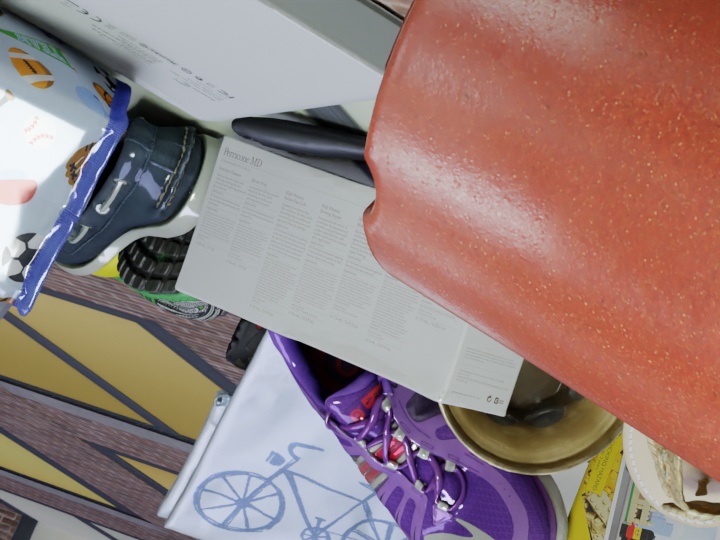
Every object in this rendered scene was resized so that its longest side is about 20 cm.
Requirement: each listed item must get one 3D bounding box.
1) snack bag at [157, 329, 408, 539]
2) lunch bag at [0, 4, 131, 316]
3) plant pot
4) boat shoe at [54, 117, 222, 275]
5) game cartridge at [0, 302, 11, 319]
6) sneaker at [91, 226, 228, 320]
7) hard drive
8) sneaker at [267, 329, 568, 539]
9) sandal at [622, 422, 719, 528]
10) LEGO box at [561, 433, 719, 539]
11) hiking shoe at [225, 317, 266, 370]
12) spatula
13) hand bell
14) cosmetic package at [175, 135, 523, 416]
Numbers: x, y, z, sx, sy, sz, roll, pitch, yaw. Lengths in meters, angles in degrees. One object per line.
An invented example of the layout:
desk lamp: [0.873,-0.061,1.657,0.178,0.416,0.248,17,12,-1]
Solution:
snack bag: [0.003,0.103,1.446,0.188,0.021,0.200,19,128,-11]
lunch bag: [-0.201,-0.078,1.210,0.170,0.124,0.200,29,-167,-12]
plant pot: [0.118,-0.027,0.782,0.195,0.201,0.201,27,170,23]
boat shoe: [-0.139,-0.043,1.382,0.062,0.075,0.200,27,165,-22]
game cartridge: [-0.218,-0.049,1.306,0.133,0.200,0.040,30,124,-20]
sneaker: [-0.088,-0.012,1.431,0.085,0.078,0.200,28,175,-20]
hard drive: [-0.070,-0.108,1.107,0.132,0.026,0.200,29,166,-25]
sneaker: [0.019,0.087,1.302,0.200,0.081,0.083,44,-171,24]
sandal: [0.161,0.078,1.169,0.077,0.070,0.212,21,141,2]
LEGO box: [0.178,0.148,1.305,0.148,0.201,0.077,20,175,13]
hiking shoe: [-0.016,0.033,1.470,0.100,0.076,0.200,27,166,-1]
spatula: [0.027,-0.044,1.206,0.199,0.021,0.056,19,175,24]
hand bell: [0.068,0.034,1.323,0.104,0.105,0.200,26,-178,-12]
cosmetic package: [0.000,0.000,1.226,0.051,0.083,0.200,14,-174,-43]
